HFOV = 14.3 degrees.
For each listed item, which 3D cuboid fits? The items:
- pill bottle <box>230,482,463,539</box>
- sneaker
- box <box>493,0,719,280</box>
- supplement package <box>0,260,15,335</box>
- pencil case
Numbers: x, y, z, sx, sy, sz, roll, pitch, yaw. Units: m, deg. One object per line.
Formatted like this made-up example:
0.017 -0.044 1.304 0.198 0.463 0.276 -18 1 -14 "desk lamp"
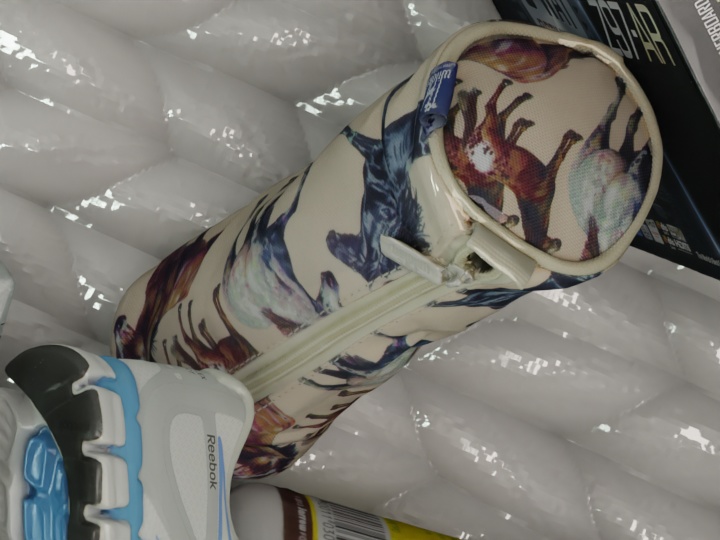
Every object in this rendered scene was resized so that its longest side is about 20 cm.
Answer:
0.036 0.145 0.925 0.200 0.109 0.109 17 94 -12 "pill bottle"
-0.060 0.121 0.823 0.087 0.075 0.200 -1 100 -41 "sneaker"
0.087 -0.077 0.859 0.043 0.200 0.160 -30 102 -6 "box"
-0.222 0.069 0.849 0.191 0.147 0.200 13 94 -12 "supplement package"
0.000 0.000 0.859 0.078 0.200 0.089 49 49 -6 "pencil case"
